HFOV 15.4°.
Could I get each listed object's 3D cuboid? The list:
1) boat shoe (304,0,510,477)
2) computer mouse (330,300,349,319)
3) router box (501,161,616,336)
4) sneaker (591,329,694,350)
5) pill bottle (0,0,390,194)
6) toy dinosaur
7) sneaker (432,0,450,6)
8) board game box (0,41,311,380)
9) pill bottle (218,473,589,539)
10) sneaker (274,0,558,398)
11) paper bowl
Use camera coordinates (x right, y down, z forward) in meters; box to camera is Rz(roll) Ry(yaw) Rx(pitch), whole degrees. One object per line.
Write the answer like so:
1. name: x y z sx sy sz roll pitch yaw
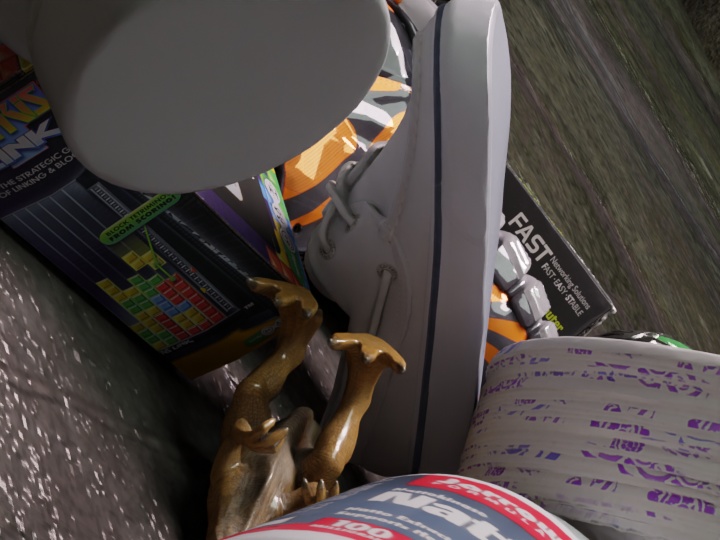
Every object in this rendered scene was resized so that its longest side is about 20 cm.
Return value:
1. boat shoe: 0.013 -0.005 0.906 0.074 0.065 0.200 -77 173 -55
2. computer mouse: -0.033 -0.032 1.101 0.200 0.034 0.059 46 4 -30
3. router box: 0.018 -0.059 1.200 0.200 0.062 0.150 49 2 -39
4. sneaker: 0.120 0.120 1.019 0.085 0.078 0.201 -35 112 -73
5. pill bottle: -0.071 -0.127 0.765 0.113 0.113 0.200 41 21 -56
6. toy dinosaur: -0.027 0.060 0.881 0.060 0.106 0.200 24 14 6
7. sneaker: 0.014 -0.141 1.066 0.082 0.078 0.200 27 22 16
8. board game box: -0.098 -0.085 0.900 0.165 0.057 0.200 43 22 -48
9. pill bottle: 0.011 0.117 0.722 0.120 0.119 0.200 62 17 6
10. sneaker: 0.000 0.000 1.002 0.112 0.077 0.200 -27 100 -36
11. paper bowl: 0.125 0.102 0.888 0.201 0.200 0.105 39 66 -58
